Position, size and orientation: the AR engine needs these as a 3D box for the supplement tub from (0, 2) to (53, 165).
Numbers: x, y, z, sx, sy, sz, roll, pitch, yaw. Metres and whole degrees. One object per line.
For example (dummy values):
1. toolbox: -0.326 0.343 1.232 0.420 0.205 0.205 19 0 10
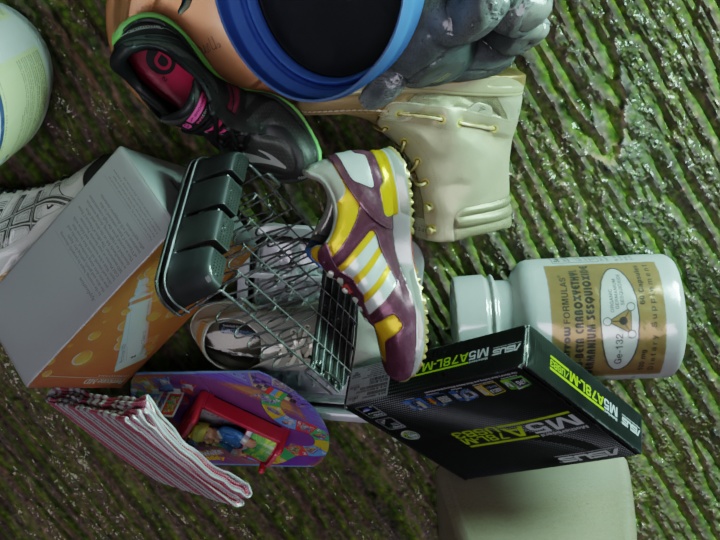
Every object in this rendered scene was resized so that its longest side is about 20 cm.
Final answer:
1. supplement tub: -0.333 -0.143 0.803 0.145 0.200 0.145 0 112 0

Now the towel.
1. towel: -0.201 0.160 0.943 0.146 0.200 0.030 46 63 -28

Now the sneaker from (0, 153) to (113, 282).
1. sneaker: -0.301 -0.052 0.909 0.200 0.076 0.088 -38 84 2

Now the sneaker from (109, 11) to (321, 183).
1. sneaker: -0.124 -0.129 0.833 0.200 0.084 0.077 33 122 -10

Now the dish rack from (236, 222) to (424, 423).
1. dish rack: -0.033 0.047 0.964 0.171 0.044 0.200 4 112 -2

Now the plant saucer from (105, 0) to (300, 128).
1. plant saucer: -0.120 -0.210 0.867 0.200 0.032 0.201 0 112 1

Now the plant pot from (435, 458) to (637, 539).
1. plant pot: 0.182 0.321 1.002 0.200 0.177 0.200 -3 112 2

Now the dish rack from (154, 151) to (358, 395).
1. dish rack: -0.072 0.008 0.832 0.055 0.154 0.200 -20 134 30

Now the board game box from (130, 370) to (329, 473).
1. board game box: -0.130 0.159 0.961 0.200 0.039 0.158 -3 136 23

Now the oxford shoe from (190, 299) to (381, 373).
1. oxford shoe: -0.057 0.064 0.918 0.200 0.058 0.075 3 111 -2

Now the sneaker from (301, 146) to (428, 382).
1. sneaker: 0.000 0.000 0.840 0.090 0.075 0.200 -10 99 -13

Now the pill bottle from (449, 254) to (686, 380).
1. pill bottle: 0.185 0.045 0.924 0.200 0.114 0.114 -3 112 1

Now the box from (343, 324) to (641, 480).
1. box: 0.120 0.128 0.914 0.200 0.048 0.193 -18 137 38

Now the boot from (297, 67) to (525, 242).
1. boot: 0.043 -0.101 0.886 0.200 0.073 0.156 -4 113 -11

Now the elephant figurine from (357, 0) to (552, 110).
1. elephant figurine: 0.059 -0.255 0.801 0.155 0.142 0.200 -14 76 -32

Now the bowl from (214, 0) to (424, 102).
1. bowl: -0.033 -0.230 0.763 0.200 0.039 0.201 16 115 38

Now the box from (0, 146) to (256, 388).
1. box: -0.212 0.004 0.887 0.200 0.124 0.098 -44 67 16

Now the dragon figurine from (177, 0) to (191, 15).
1. dragon figurine: -0.196 -0.285 0.802 0.099 0.059 0.200 -17 93 10
